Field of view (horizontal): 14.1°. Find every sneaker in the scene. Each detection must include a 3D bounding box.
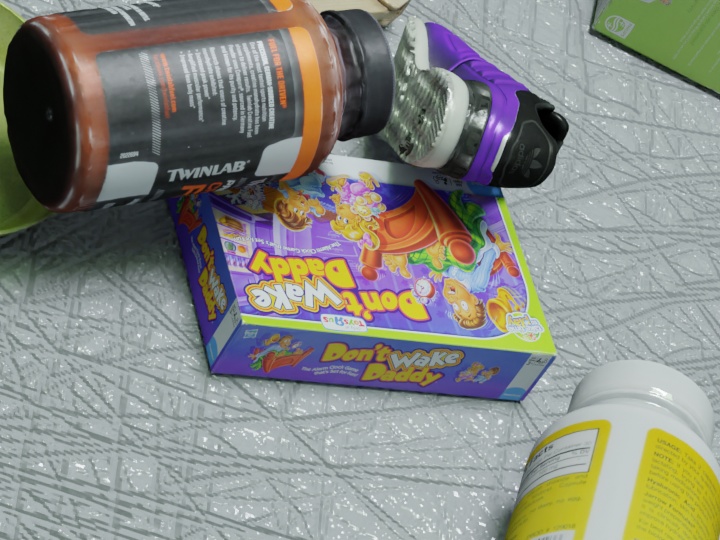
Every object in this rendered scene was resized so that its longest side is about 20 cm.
[{"bbox_3d":[0.068,-0.088,1.703,0.099,0.070,0.200,18,16,-13],"label":"sneaker"}]

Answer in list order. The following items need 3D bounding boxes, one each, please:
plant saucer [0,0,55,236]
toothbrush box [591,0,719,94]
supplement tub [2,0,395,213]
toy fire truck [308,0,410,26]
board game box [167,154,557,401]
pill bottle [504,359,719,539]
[{"bbox_3d":[-0.243,-0.087,1.571,0.199,0.031,0.200,19,43,-19],"label":"plant saucer"},{"bbox_3d":[0.267,-0.188,1.954,0.199,0.086,0.146,24,41,-10],"label":"toothbrush box"},{"bbox_3d":[-0.083,-0.094,1.558,0.199,0.107,0.107,-10,56,-27],"label":"supplement tub"},{"bbox_3d":[-0.007,-0.198,1.815,0.199,0.049,0.141,7,48,-29],"label":"toy fire truck"},{"bbox_3d":[0.000,0.000,1.634,0.199,0.045,0.135,6,48,-29],"label":"board game box"},{"bbox_3d":[0.133,0.141,1.534,0.111,0.111,0.200,28,42,-7],"label":"pill bottle"}]
